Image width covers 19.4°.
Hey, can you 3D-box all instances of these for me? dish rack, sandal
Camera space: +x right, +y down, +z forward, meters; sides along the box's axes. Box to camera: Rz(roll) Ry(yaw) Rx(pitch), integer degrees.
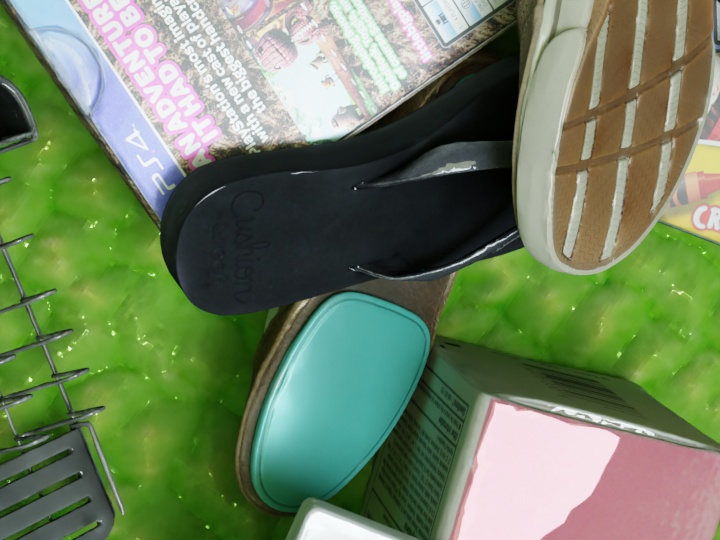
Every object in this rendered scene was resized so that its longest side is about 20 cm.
[{"bbox_3d":[-0.167,0.041,0.788,0.153,0.054,0.201,-25,95,-37],"label":"dish rack"},{"bbox_3d":[0.026,-0.024,0.774,0.200,0.043,0.076,-20,126,-18],"label":"sandal"}]

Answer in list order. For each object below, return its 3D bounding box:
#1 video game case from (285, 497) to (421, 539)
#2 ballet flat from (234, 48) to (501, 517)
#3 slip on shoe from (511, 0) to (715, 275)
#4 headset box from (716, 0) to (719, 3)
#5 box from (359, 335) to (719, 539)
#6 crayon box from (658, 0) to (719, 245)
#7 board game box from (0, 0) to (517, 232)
[{"bbox_3d":[0.042,0.184,0.778,0.199,0.018,0.144,23,95,-13],"label":"video game case"},{"bbox_3d":[0.000,0.000,0.842,0.068,0.072,0.201,22,95,-29],"label":"ballet flat"},{"bbox_3d":[0.082,-0.100,0.747,0.076,0.061,0.201,0,99,-38],"label":"slip on shoe"},{"bbox_3d":[0.221,-0.140,0.796,0.148,0.075,0.200,35,94,-10],"label":"headset box"},{"bbox_3d":[0.056,0.140,0.848,0.109,0.128,0.201,14,97,-13],"label":"box"},{"bbox_3d":[0.178,-0.092,0.869,0.199,0.058,0.173,20,95,-13],"label":"crayon box"},{"bbox_3d":[-0.037,-0.132,0.800,0.200,0.097,0.160,-34,104,-4],"label":"board game box"}]
